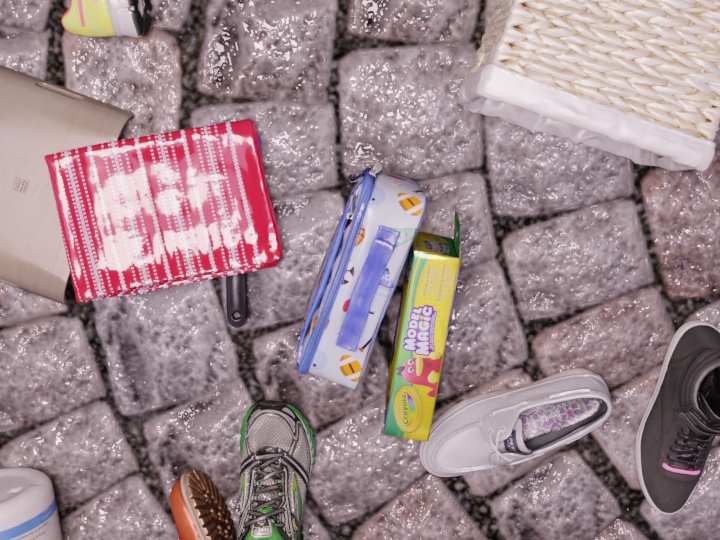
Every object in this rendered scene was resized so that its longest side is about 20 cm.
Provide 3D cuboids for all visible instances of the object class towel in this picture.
[{"bbox_3d":[-0.181,-0.056,0.940,0.199,0.022,0.146,-11,98,-9],"label":"towel"}]

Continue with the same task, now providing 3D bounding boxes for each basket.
[{"bbox_3d":[0.202,-0.190,0.855,0.199,0.198,0.162,17,97,-1],"label":"basket"}]

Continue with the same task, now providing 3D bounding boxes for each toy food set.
[{"bbox_3d":[-0.319,-0.082,0.966,0.143,0.060,0.201,20,93,-2],"label":"toy food set"}]

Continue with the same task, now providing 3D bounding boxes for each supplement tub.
[{"bbox_3d":[-0.358,0.312,1.000,0.131,0.132,0.201,-6,100,3],"label":"supplement tub"}]

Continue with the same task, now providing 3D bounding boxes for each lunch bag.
[{"bbox_3d":[0.000,0.000,0.913,0.075,0.160,0.201,19,102,-2],"label":"lunch bag"}]

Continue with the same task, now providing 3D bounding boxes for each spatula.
[{"bbox_3d":[-0.122,-0.043,0.979,0.056,0.021,0.201,-2,102,-6],"label":"spatula"}]

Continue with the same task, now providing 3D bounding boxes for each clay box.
[{"bbox_3d":[0.059,0.045,0.943,0.047,0.115,0.201,8,100,1],"label":"clay box"}]

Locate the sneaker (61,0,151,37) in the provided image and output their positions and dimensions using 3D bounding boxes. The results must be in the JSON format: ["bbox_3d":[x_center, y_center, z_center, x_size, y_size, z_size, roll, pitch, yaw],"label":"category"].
[{"bbox_3d":[-0.256,-0.306,0.906,0.090,0.078,0.201,-8,99,10],"label":"sneaker"}]

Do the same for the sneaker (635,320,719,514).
[{"bbox_3d":[0.319,0.156,0.965,0.070,0.099,0.201,9,102,-2],"label":"sneaker"}]

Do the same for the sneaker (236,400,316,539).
[{"bbox_3d":[-0.085,0.227,0.998,0.078,0.085,0.201,0,100,2],"label":"sneaker"}]

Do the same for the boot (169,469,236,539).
[{"bbox_3d":[-0.175,0.304,1.025,0.107,0.075,0.201,-13,101,9],"label":"boot"}]

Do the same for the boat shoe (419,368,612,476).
[{"bbox_3d":[0.153,0.159,0.985,0.199,0.069,0.072,-16,100,5],"label":"boat shoe"}]
